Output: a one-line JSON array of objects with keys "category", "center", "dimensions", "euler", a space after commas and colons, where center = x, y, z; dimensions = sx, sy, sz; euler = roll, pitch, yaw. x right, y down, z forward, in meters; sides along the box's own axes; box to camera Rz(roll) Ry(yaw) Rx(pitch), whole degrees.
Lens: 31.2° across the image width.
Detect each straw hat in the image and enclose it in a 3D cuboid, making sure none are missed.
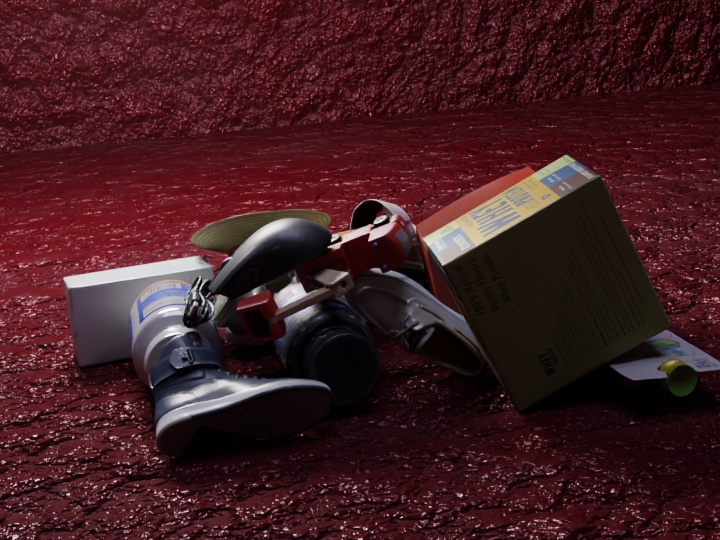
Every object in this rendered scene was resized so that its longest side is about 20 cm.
[{"category": "straw hat", "center": [-0.132, -0.016, 1.789], "dimensions": [0.198, 0.086, 0.201], "euler": [-10, -13, -2]}]

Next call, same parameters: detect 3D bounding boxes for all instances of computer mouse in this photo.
[{"category": "computer mouse", "center": [-0.129, -0.011, 1.511], "dimensions": [0.198, 0.053, 0.139], "euler": [-28, 14, 3]}]

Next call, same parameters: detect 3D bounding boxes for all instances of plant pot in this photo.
[{"category": "plant pot", "center": [0.174, -0.003, 1.692], "dimensions": [0.174, 0.203, 0.200], "euler": [-13, 15, -1]}]

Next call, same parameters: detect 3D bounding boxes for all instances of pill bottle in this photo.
[{"category": "pill bottle", "center": [-0.230, 0.089, 1.602], "dimensions": [0.110, 0.114, 0.200], "euler": [-7, 16, -10]}, {"category": "pill bottle", "center": [-0.045, 0.089, 1.547], "dimensions": [0.110, 0.114, 0.200], "euler": [-8, 15, -15]}]

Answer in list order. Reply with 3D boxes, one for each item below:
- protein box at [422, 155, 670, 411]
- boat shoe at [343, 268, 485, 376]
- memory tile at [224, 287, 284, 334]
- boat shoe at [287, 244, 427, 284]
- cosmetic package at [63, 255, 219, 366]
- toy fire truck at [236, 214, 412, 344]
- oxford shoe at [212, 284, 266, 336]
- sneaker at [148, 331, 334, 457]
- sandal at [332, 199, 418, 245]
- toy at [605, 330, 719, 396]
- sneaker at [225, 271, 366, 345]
[{"category": "protein box", "center": [0.210, 0.012, 1.477], "dimensions": [0.198, 0.200, 0.135], "euler": [-29, 16, 1]}, {"category": "boat shoe", "center": [0.067, 0.068, 1.559], "dimensions": [0.199, 0.071, 0.070], "euler": [32, 24, -12]}, {"category": "memory tile", "center": [-0.085, 0.040, 1.796], "dimensions": [0.151, 0.017, 0.200], "euler": [9, 37, 26]}, {"category": "boat shoe", "center": [0.000, 0.000, 1.763], "dimensions": [0.197, 0.072, 0.060], "euler": [-6, 45, -21]}, {"category": "cosmetic package", "center": [-0.297, 0.054, 1.755], "dimensions": [0.197, 0.115, 0.081], "euler": [-7, 14, -16]}, {"category": "toy fire truck", "center": [-0.037, 0.008, 1.502], "dimensions": [0.198, 0.049, 0.141], "euler": [-20, 20, 15]}, {"category": "oxford shoe", "center": [-0.147, 0.033, 1.648], "dimensions": [0.057, 0.076, 0.200], "euler": [31, 16, -10]}, {"category": "sneaker", "center": [-0.139, 0.124, 1.447], "dimensions": [0.199, 0.078, 0.147], "euler": [-8, 36, -12]}, {"category": "sandal", "center": [0.018, -0.061, 1.712], "dimensions": [0.078, 0.060, 0.206], "euler": [16, 18, 29]}, {"category": "toy", "center": [0.328, 0.109, 1.488], "dimensions": [0.113, 0.048, 0.200], "euler": [-6, 9, -11]}, {"category": "sneaker", "center": [-0.090, 0.026, 1.700], "dimensions": [0.197, 0.117, 0.074], "euler": [-13, 35, -2]}]
